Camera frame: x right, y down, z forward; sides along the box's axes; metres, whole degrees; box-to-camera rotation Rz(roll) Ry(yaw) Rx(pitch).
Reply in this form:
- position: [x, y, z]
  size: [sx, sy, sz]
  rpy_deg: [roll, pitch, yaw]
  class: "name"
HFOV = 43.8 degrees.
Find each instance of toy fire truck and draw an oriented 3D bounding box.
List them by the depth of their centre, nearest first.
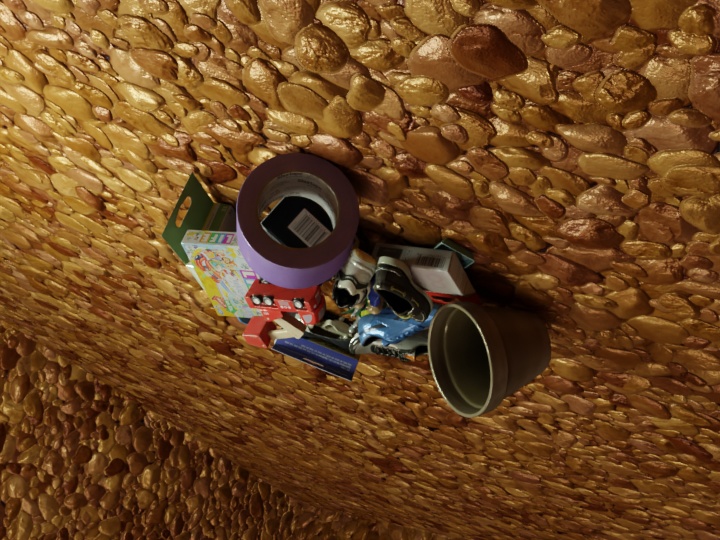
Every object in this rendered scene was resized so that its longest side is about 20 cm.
- position: [-0.138, 0.081, 1.600]
  size: [0.196, 0.049, 0.143]
  rpy_deg: [4, 136, 30]
  class: "toy fire truck"

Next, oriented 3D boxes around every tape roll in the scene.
- position: [-0.102, -0.080, 1.446]
  size: [0.196, 0.203, 0.085]
  rpy_deg: [21, 157, 2]
  class: "tape roll"

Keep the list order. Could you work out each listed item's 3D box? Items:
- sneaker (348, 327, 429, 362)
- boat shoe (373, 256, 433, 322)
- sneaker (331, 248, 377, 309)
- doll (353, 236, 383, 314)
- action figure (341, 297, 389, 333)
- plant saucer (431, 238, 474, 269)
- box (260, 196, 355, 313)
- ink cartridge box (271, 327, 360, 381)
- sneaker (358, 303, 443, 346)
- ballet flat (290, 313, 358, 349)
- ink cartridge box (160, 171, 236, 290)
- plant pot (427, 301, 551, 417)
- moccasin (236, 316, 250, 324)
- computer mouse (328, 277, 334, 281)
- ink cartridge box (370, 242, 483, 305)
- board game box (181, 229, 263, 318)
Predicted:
- position: [0.072, 0.150, 1.837]
  size: [0.195, 0.081, 0.074]
  rpy_deg: [-8, 149, 4]
  class: "sneaker"
- position: [0.072, 0.048, 1.577]
  size: [0.070, 0.062, 0.202]
  rpy_deg: [8, 156, 30]
  class: "boat shoe"
- position: [-0.025, 0.032, 1.618]
  size: [0.075, 0.089, 0.201]
  rpy_deg: [28, 160, 6]
  class: "sneaker"
- position: [0.000, 0.000, 1.697]
  size: [0.134, 0.049, 0.202]
  rpy_deg: [17, 147, 28]
  class: "doll"
- position: [0.022, 0.087, 1.870]
  size: [0.116, 0.055, 0.201]
  rpy_deg: [25, 152, 1]
  class: "action figure"
- position: [0.137, -0.008, 1.612]
  size: [0.069, 0.019, 0.200]
  rpy_deg: [28, 155, -10]
  class: "plant saucer"
- position: [-0.116, -0.034, 1.625]
  size: [0.148, 0.107, 0.200]
  rpy_deg: [41, 155, 0]
  class: "box"
- position: [-0.096, 0.177, 2.045]
  size: [0.194, 0.048, 0.200]
  rpy_deg: [22, -175, 0]
  class: "ink cartridge box"
- position: [0.086, 0.111, 1.755]
  size: [0.196, 0.080, 0.066]
  rpy_deg: [-9, 155, 26]
  class: "sneaker"
- position: [-0.088, 0.119, 2.008]
  size: [0.196, 0.074, 0.073]
  rpy_deg: [21, 156, -7]
  class: "ballet flat"
- position: [-0.290, -0.068, 1.700]
  size: [0.047, 0.148, 0.201]
  rpy_deg: [10, 153, 21]
  class: "ink cartridge box"
- position: [0.243, 0.145, 1.617]
  size: [0.170, 0.205, 0.199]
  rpy_deg: [-10, 172, -29]
  class: "plant pot"
- position: [-0.223, 0.022, 1.740]
  size: [0.067, 0.081, 0.202]
  rpy_deg: [4, 139, 25]
  class: "moccasin"
- position: [-0.101, 0.033, 1.882]
  size: [0.058, 0.035, 0.199]
  rpy_deg: [31, 154, -17]
  class: "computer mouse"
- position: [0.124, 0.029, 1.621]
  size: [0.159, 0.058, 0.201]
  rpy_deg: [7, 147, 31]
  class: "ink cartridge box"
- position: [-0.230, 0.010, 1.637]
  size: [0.131, 0.035, 0.202]
  rpy_deg: [3, 139, 20]
  class: "board game box"
